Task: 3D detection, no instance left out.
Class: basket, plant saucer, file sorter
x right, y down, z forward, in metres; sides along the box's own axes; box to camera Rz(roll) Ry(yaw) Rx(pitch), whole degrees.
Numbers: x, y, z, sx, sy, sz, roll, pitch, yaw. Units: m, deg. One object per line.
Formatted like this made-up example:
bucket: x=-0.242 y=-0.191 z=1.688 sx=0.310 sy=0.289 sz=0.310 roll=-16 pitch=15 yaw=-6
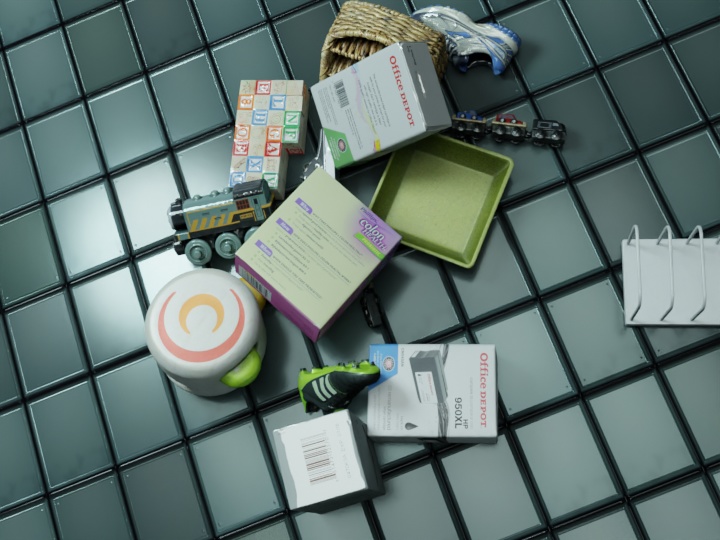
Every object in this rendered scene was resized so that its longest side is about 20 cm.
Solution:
basket: x=0.032 y=-0.348 z=1.566 sx=0.199 sy=0.143 sz=0.150 roll=24 pitch=79 yaw=14
plant saucer: x=0.130 y=-0.120 z=1.538 sx=0.199 sy=0.048 sz=0.201 roll=21 pitch=79 yaw=13
file sorter: x=0.511 y=0.004 z=1.408 sx=0.198 sy=0.125 sz=0.140 roll=0 pitch=75 yaw=8

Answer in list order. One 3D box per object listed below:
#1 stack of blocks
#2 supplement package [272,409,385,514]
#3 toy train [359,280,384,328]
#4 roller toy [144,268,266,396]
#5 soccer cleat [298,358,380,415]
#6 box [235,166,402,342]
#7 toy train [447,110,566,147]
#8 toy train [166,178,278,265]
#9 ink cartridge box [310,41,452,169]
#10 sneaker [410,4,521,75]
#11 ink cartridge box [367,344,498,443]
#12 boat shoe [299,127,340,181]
stack of blocks: x=-0.157 y=-0.227 z=1.604 sx=0.114 sy=0.059 sz=0.202 roll=3 pitch=75 yaw=9
supplement package: x=-0.042 y=0.288 z=1.372 sx=0.116 sy=0.200 sz=0.118 roll=-17 pitch=73 yaw=4
toy train: x=0.000 y=0.000 z=1.527 sx=0.034 sy=0.046 sz=0.201 roll=-13 pitch=74 yaw=-11
roller toy: x=-0.245 y=0.100 z=1.486 sx=0.181 sy=0.140 sz=0.201 roll=-2 pitch=66 yaw=1
soccer cleat: x=-0.030 y=0.183 z=1.425 sx=0.067 sy=0.200 sz=0.082 roll=-5 pitch=84 yaw=-35
box: x=-0.068 y=-0.025 z=1.450 sx=0.176 sy=0.097 sz=0.200 roll=40 pitch=73 yaw=6
toy train: x=0.245 y=-0.241 z=1.555 sx=0.198 sy=0.034 sz=0.046 roll=7 pitch=68 yaw=9
toy train: x=-0.224 y=-0.082 z=1.543 sx=0.198 sy=0.085 sz=0.115 roll=-11 pitch=111 yaw=7
ink cartridge box: x=0.033 y=-0.266 z=1.495 sx=0.199 sy=0.084 sz=0.146 roll=-17 pitch=91 yaw=40
sneaker: x=0.171 y=-0.394 z=1.595 sx=0.199 sy=0.077 sz=0.086 roll=20 pitch=83 yaw=14
ink cartridge box: x=0.114 y=0.191 z=1.436 sx=0.198 sy=0.084 sz=0.146 roll=-1 pitch=74 yaw=8
boat shoe: x=-0.071 y=-0.153 z=1.572 sx=0.066 sy=0.070 sz=0.202 roll=0 pitch=82 yaw=7
